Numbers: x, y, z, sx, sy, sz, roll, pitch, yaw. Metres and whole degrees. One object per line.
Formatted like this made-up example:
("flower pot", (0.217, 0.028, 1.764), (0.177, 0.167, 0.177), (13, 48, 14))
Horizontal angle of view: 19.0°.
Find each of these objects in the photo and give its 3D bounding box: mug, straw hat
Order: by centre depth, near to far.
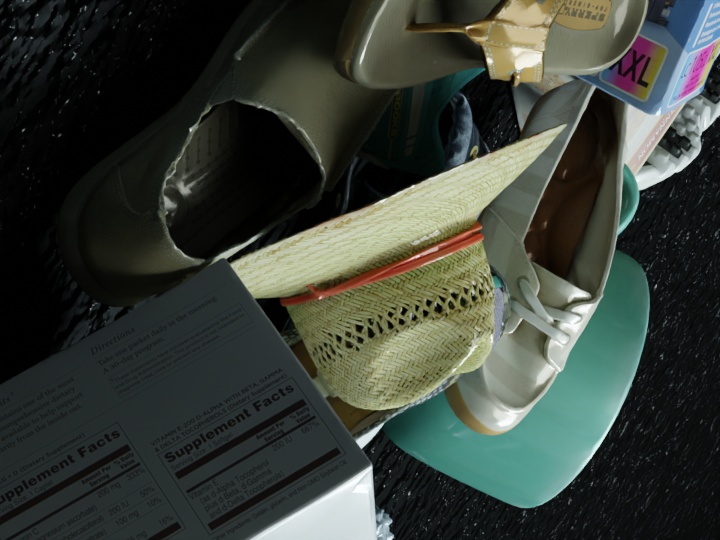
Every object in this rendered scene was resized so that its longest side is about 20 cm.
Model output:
("straw hat", (0.014, 0.013, 0.932), (0.200, 0.086, 0.201), (-22, 180, 0))
("mug", (0.073, 0.026, 1.192), (0.152, 0.114, 0.186), (-46, -156, 47))

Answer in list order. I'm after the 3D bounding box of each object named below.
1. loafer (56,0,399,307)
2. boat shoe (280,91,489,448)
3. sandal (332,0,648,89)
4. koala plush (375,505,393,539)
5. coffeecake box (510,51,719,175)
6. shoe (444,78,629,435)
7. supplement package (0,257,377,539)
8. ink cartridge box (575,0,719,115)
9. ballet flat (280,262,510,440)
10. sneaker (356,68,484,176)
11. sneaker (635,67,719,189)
("loafer", (-0.034, -0.057, 0.868), (0.200, 0.068, 0.076), (-48, 120, -24))
("boat shoe", (0.000, 0.000, 1.078), (0.201, 0.070, 0.091), (-63, 161, -13))
("sandal", (0.067, -0.105, 0.883), (0.199, 0.054, 0.081), (-4, 120, -50))
("koala plush", (-0.014, 0.215, 1.143), (0.178, 0.199, 0.184), (-56, 160, -6))
("coffeecake box", (0.152, -0.154, 1.206), (0.154, 0.073, 0.200), (-55, 160, -13))
("shoe", (0.092, -0.013, 1.087), (0.053, 0.070, 0.201), (-22, -136, 60))
("supplement package", (-0.103, 0.119, 0.833), (0.199, 0.111, 0.156), (-29, 152, -15))
("ink cartridge box", (0.130, -0.194, 1.003), (0.076, 0.136, 0.201), (-32, 147, -62))
("ballet flat", (-0.020, 0.055, 1.022), (0.200, 0.072, 0.072), (-34, 162, 8))
("sneaker", (0.055, -0.135, 0.965), (0.201, 0.079, 0.078), (-57, -172, 10))
("sneaker", (0.176, -0.080, 1.375), (0.081, 0.075, 0.200), (-56, 169, 31))
